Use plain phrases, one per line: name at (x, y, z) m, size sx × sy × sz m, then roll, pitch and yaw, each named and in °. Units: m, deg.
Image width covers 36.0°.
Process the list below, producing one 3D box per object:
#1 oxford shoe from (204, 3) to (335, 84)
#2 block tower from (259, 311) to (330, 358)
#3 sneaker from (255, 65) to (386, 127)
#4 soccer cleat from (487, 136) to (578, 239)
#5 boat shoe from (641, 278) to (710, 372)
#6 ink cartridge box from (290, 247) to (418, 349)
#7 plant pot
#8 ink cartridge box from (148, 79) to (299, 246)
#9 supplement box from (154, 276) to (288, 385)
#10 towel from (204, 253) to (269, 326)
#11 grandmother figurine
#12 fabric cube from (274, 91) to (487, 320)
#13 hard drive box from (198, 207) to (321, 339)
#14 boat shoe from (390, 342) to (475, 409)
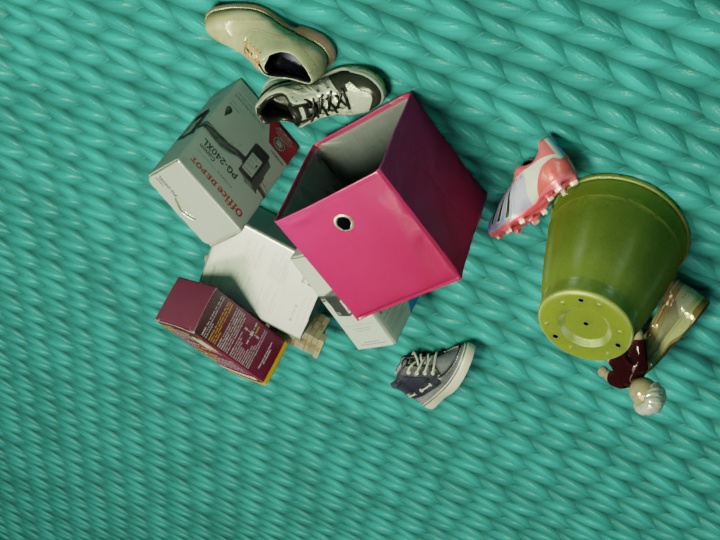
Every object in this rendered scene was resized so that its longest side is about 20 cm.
oxford shoe at (-0.136, -0.315, 1.541) m, size 0.198 × 0.074 × 0.071 m, roll 18°, pitch 140°, yaw 15°
block tower at (-0.147, 0.076, 1.931) m, size 0.198 × 0.058 × 0.054 m, roll 28°, pitch 141°, yaw 4°
sneaker at (-0.058, -0.235, 1.568) m, size 0.198 × 0.088 × 0.076 m, roll 1°, pitch 131°, yaw 30°
soccer cleat at (0.232, -0.110, 1.548) m, size 0.077 × 0.066 × 0.200 m, roll 65°, pitch 151°, yaw 13°
boat shoe at (0.432, 0.088, 1.618) m, size 0.063 × 0.073 × 0.201 m, roll 41°, pitch 145°, yaw 12°
ink cartridge box at (0.000, 0.000, 1.734) m, size 0.083 × 0.146 × 0.201 m, roll -11°, pitch 126°, yaw 40°
plant pot at (0.326, 0.009, 1.499) m, size 0.198 × 0.194 × 0.202 m, roll 18°, pitch 140°, yaw 16°
ink cartridge box at (-0.200, -0.160, 1.646) m, size 0.083 × 0.201 × 0.145 m, roll -19°, pitch 121°, yaw 43°
supplement box at (-0.231, 0.102, 1.862) m, size 0.109 × 0.086 × 0.200 m, roll 13°, pitch 159°, yaw 43°
towel at (-0.180, 0.039, 1.981) m, size 0.131 × 0.035 × 0.201 m, roll -5°, pitch 130°, yaw 34°
grandmother figurine at (0.376, 0.124, 1.608) m, size 0.122 × 0.060 × 0.201 m, roll 101°, pitch 147°, yaw -53°
fabric cube at (0.032, -0.087, 1.561) m, size 0.195 × 0.201 × 0.200 m, roll -22°, pitch 119°, yaw 34°
hard drive box at (-0.151, -0.004, 1.845) m, size 0.198 × 0.077 × 0.157 m, roll 27°, pitch 121°, yaw 3°
boat shoe at (0.119, 0.169, 1.893) m, size 0.092 × 0.075 × 0.201 m, roll 25°, pitch 142°, yaw -6°
